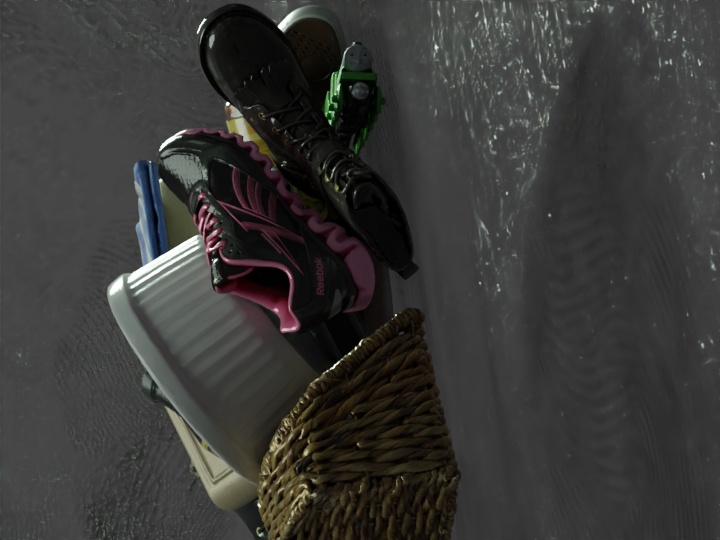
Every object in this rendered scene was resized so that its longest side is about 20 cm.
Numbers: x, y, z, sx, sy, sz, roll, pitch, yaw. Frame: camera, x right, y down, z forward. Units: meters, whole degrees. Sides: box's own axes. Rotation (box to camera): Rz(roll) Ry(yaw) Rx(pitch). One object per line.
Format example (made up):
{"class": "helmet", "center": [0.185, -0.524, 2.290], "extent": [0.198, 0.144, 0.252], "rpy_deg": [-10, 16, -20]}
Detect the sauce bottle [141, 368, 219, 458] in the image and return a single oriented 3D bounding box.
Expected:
{"class": "sauce bottle", "center": [-0.098, 0.132, 1.638], "extent": [0.200, 0.066, 0.066], "rpy_deg": [28, 140, 31]}

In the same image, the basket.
{"class": "basket", "center": [-0.011, 0.145, 1.483], "extent": [0.200, 0.142, 0.149], "rpy_deg": [92, 167, -58]}

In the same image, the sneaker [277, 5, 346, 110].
{"class": "sneaker", "center": [-0.052, -0.179, 1.745], "extent": [0.200, 0.073, 0.085], "rpy_deg": [106, 174, -54]}

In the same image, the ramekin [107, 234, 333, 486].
{"class": "ramekin", "center": [-0.097, 0.061, 1.510], "extent": [0.203, 0.094, 0.202], "rpy_deg": [51, -175, -6]}

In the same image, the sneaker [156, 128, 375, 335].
{"class": "sneaker", "center": [-0.086, -0.026, 1.430], "extent": [0.200, 0.095, 0.079], "rpy_deg": [39, 142, 20]}

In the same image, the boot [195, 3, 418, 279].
{"class": "boot", "center": [-0.032, -0.097, 1.450], "extent": [0.200, 0.069, 0.174], "rpy_deg": [54, 176, -35]}

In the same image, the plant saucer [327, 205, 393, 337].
{"class": "plant saucer", "center": [0.000, 0.000, 1.698], "extent": [0.200, 0.032, 0.201], "rpy_deg": [171, 90, -84]}

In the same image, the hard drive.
{"class": "hard drive", "center": [-0.045, 0.002, 1.575], "extent": [0.200, 0.033, 0.140], "rpy_deg": [63, 173, -19]}

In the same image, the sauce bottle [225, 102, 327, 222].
{"class": "sauce bottle", "center": [-0.061, -0.056, 1.682], "extent": [0.066, 0.066, 0.201], "rpy_deg": [-149, 42, -82]}

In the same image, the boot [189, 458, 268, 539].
{"class": "boot", "center": [-0.062, 0.161, 1.734], "extent": [0.154, 0.073, 0.204], "rpy_deg": [43, 121, 24]}

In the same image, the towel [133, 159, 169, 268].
{"class": "towel", "center": [-0.198, -0.010, 1.896], "extent": [0.200, 0.024, 0.147], "rpy_deg": [109, 152, -73]}

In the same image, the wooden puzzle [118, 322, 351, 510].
{"class": "wooden puzzle", "center": [-0.106, 0.086, 1.694], "extent": [0.185, 0.037, 0.200], "rpy_deg": [-38, 79, 39]}

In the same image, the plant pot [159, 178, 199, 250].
{"class": "plant pot", "center": [-0.102, -0.011, 1.941], "extent": [0.200, 0.176, 0.200], "rpy_deg": [90, 169, -53]}

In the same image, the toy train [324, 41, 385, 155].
{"class": "toy train", "center": [-0.008, -0.135, 1.570], "extent": [0.200, 0.042, 0.057], "rpy_deg": [123, 149, -80]}
